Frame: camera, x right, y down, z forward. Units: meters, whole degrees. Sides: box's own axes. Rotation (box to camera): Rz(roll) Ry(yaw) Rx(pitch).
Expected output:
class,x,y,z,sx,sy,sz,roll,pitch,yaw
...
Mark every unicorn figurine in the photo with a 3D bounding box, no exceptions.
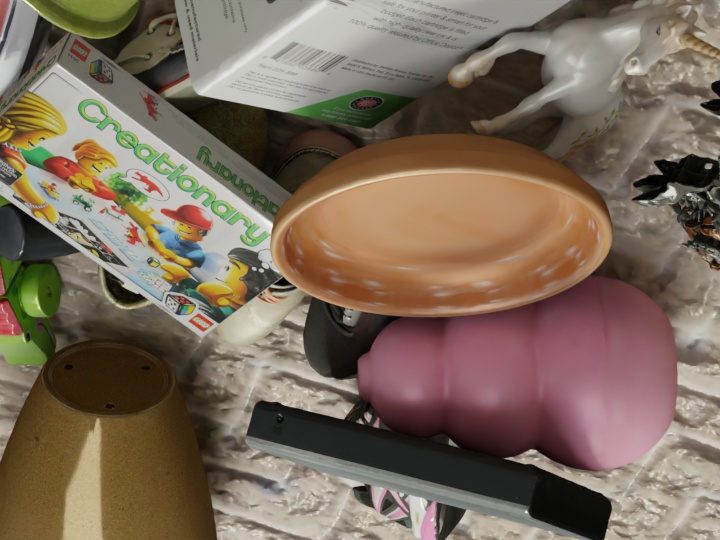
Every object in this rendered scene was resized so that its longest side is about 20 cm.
class,x,y,z,sx,sy,sz,roll,pitch,yaw
unicorn figurine,0.123,-0.107,1.391,0.137,0.200,0.074,-24,86,-3

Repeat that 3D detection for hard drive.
class,x,y,z,sx,sy,sz,roll,pitch,yaw
hard drive,0.045,0.127,1.536,0.199,0.033,0.139,12,172,27

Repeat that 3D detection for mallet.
class,x,y,z,sx,sy,sz,roll,pitch,yaw
mallet,-0.172,-0.053,1.557,0.200,0.066,0.041,-32,73,53

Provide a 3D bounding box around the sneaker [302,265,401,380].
class,x,y,z,sx,sy,sz,roll,pitch,yaw
sneaker,0.000,0.000,1.551,0.077,0.082,0.200,49,131,21

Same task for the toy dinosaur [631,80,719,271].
class,x,y,z,sx,sy,sz,roll,pitch,yaw
toy dinosaur,0.246,-0.040,1.416,0.136,0.102,0.200,45,142,-18

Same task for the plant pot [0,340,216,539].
class,x,y,z,sx,sy,sz,roll,pitch,yaw
plant pot,-0.183,0.158,1.729,0.186,0.187,0.201,13,123,8

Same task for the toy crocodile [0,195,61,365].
class,x,y,z,sx,sy,sz,roll,pitch,yaw
toy crocodile,-0.255,-0.004,1.671,0.067,0.062,0.200,4,134,17

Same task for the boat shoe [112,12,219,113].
class,x,y,z,sx,sy,sz,roll,pitch,yaw
boat shoe,-0.124,-0.125,1.505,0.200,0.071,0.063,-25,79,38

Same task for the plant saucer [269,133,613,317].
class,x,y,z,sx,sy,sz,roll,pitch,yaw
plant saucer,0.047,-0.028,1.415,0.199,0.038,0.200,-2,155,-1

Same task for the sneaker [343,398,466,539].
class,x,y,z,sx,sy,sz,roll,pitch,yaw
sneaker,0.023,0.109,1.673,0.086,0.080,0.201,17,132,19

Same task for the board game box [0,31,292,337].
class,x,y,z,sx,sy,sz,roll,pitch,yaw
board game box,-0.136,-0.050,1.497,0.200,0.035,0.126,36,135,-18

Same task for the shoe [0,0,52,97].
class,x,y,z,sx,sy,sz,roll,pitch,yaw
shoe,-0.239,-0.168,1.503,0.091,0.072,0.200,24,131,-1

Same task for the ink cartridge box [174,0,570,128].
class,x,y,z,sx,sy,sz,roll,pitch,yaw
ink cartridge box,0.015,-0.166,1.355,0.146,0.084,0.200,9,150,-45

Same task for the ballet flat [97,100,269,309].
class,x,y,z,sx,sy,sz,roll,pitch,yaw
ballet flat,-0.118,-0.040,1.583,0.071,0.071,0.200,30,135,-10

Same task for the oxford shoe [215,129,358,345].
class,x,y,z,sx,sy,sz,roll,pitch,yaw
oxford shoe,-0.061,-0.007,1.588,0.071,0.074,0.200,24,136,-4

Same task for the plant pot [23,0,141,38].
class,x,y,z,sx,sy,sz,roll,pitch,yaw
plant pot,-0.107,-0.255,1.302,0.190,0.200,0.200,-26,121,23

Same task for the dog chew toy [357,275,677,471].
class,x,y,z,sx,sy,sz,roll,pitch,yaw
dog chew toy,0.098,0.067,1.544,0.199,0.125,0.125,-2,135,-2
